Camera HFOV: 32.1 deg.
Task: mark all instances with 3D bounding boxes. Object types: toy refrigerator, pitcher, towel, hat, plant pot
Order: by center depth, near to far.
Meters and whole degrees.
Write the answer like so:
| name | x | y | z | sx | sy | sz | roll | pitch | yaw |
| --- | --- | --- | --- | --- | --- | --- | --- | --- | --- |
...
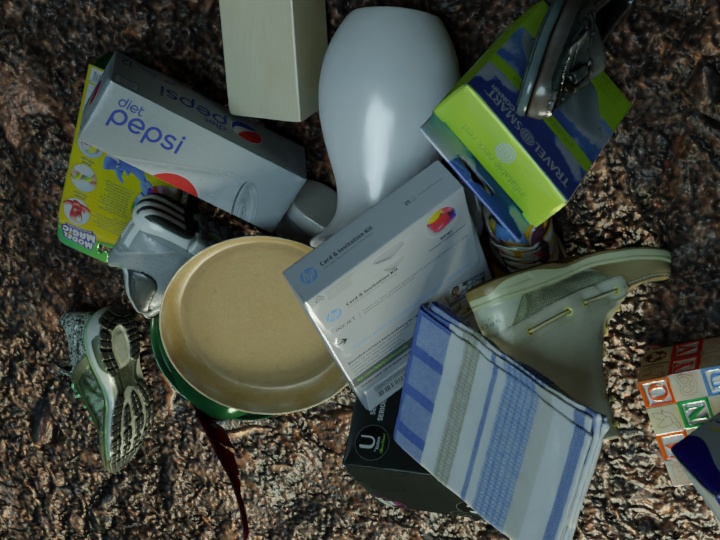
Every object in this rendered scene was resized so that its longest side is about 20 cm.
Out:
| name | x | y | z | sx | sy | sz | roll | pitch | yaw |
| --- | --- | --- | --- | --- | --- | --- | --- | --- | --- |
| towel | 0.106 | 0.129 | 1.007 | 0.200 | 0.024 | 0.148 | 34 | 124 | 40 |
| pitcher | 0.042 | -0.114 | 1.080 | 0.121 | 0.171 | 0.202 | 3 | 89 | 54 |
| toy refrigerator | -0.076 | -0.239 | 1.099 | 0.075 | 0.070 | 0.201 | 9 | 117 | 24 |
| plant pot | -0.090 | 0.049 | 1.181 | 0.198 | 0.028 | 0.201 | 1 | 120 | 1 |
| hat | -0.157 | 0.125 | 1.243 | 0.199 | 0.176 | 0.166 | 22 | 121 | 9 |

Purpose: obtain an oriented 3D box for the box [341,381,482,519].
| name | x | y | z | sx | sy | sz | roll | pitch | yaw |
| --- | --- | --- | --- | --- | --- | --- | --- | --- | --- |
| box | 0.103 | 0.155 | 1.160 | 0.199 | 0.125 | 0.149 | 5 | 157 | 18 |

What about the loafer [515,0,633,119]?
| name | x | y | z | sx | sy | sz | roll | pitch | yaw |
| --- | --- | --- | --- | --- | --- | --- | --- | --- | --- |
| loafer | 0.170 | -0.181 | 0.960 | 0.063 | 0.201 | 0.072 | 19 | 135 | 6 |

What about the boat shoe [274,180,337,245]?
| name | x | y | z | sx | sy | sz | roll | pitch | yaw |
| --- | --- | --- | --- | --- | --- | --- | --- | --- | --- |
| boat shoe | 0.000 | 0.000 | 1.191 | 0.199 | 0.072 | 0.069 | 35 | 137 | -2 |

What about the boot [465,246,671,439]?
| name | x | y | z | sx | sy | sz | roll | pitch | yaw |
| --- | --- | --- | --- | --- | --- | --- | --- | --- | --- |
| boot | 0.195 | 0.065 | 1.056 | 0.072 | 0.199 | 0.156 | -29 | 75 | 63 |

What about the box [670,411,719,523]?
| name | x | y | z | sx | sy | sz | roll | pitch | yaw |
| --- | --- | --- | --- | --- | --- | --- | --- | --- | --- |
| box | 0.401 | 0.176 | 1.051 | 0.200 | 0.105 | 0.184 | -37 | 107 | 3 |

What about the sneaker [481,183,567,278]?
| name | x | y | z | sx | sy | sz | roll | pitch | yaw |
| --- | --- | --- | --- | --- | --- | --- | --- | --- | --- |
| sneaker | 0.140 | -0.028 | 1.109 | 0.074 | 0.090 | 0.201 | -3 | 113 | 22 |

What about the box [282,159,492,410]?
| name | x | y | z | sx | sy | sz | roll | pitch | yaw |
| --- | --- | --- | --- | --- | --- | --- | --- | --- | --- |
| box | 0.034 | 0.019 | 1.048 | 0.041 | 0.156 | 0.200 | 50 | 173 | 33 |

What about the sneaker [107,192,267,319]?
| name | x | y | z | sx | sy | sz | roll | pitch | yaw |
| --- | --- | --- | --- | --- | --- | --- | --- | --- | --- |
| sneaker | -0.157 | 0.013 | 1.221 | 0.199 | 0.075 | 0.116 | 32 | 116 | -24 |

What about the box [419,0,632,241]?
| name | x | y | z | sx | sy | sz | roll | pitch | yaw |
| --- | --- | --- | --- | --- | --- | --- | --- | --- | --- |
| box | 0.136 | -0.124 | 0.996 | 0.122 | 0.200 | 0.048 | 47 | 132 | -7 |

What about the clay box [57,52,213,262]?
| name | x | y | z | sx | sy | sz | roll | pitch | yaw |
| --- | --- | --- | --- | --- | --- | --- | --- | --- | --- |
| clay box | -0.225 | -0.098 | 1.225 | 0.114 | 0.048 | 0.201 | 24 | 122 | 5 |

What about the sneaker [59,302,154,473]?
| name | x | y | z | sx | sy | sz | roll | pitch | yaw |
| --- | --- | --- | --- | --- | --- | --- | --- | --- | --- |
| sneaker | -0.284 | 0.124 | 1.363 | 0.088 | 0.077 | 0.201 | 11 | 114 | 30 |

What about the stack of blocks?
| name | x | y | z | sx | sy | sz | roll | pitch | yaw |
| --- | --- | --- | --- | --- | --- | --- | --- | --- | --- |
| stack of blocks | 0.341 | 0.162 | 1.147 | 0.115 | 0.059 | 0.201 | -15 | 109 | 26 |

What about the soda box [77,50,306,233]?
| name | x | y | z | sx | sy | sz | roll | pitch | yaw |
| --- | --- | --- | --- | --- | --- | --- | --- | --- | --- |
| soda box | -0.149 | -0.114 | 1.127 | 0.199 | 0.064 | 0.068 | 26 | 117 | -22 |
